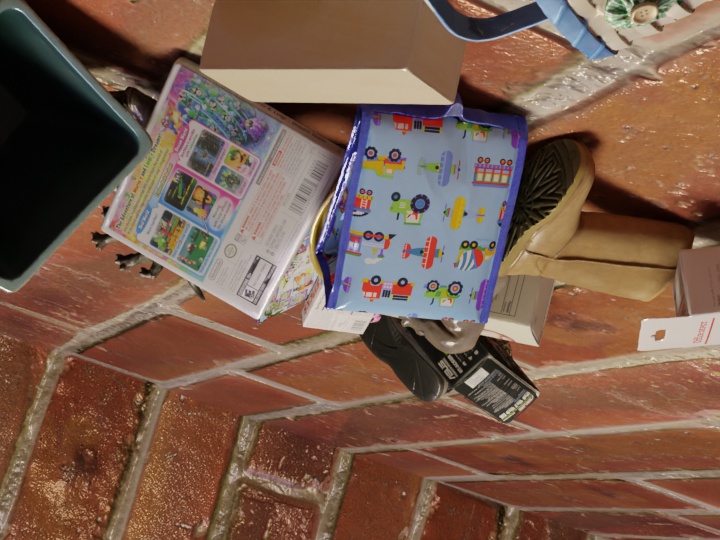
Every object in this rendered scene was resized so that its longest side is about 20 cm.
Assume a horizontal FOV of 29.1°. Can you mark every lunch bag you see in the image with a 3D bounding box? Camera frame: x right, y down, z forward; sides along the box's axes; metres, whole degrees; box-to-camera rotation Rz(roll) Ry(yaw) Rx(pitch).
[{"bbox_3d":[0.056,-0.063,1.210,0.150,0.094,0.200,5,124,-14],"label":"lunch bag"}]

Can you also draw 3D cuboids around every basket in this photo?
[{"bbox_3d":[0.099,-0.196,0.748,0.200,0.139,0.176,-7,155,34],"label":"basket"}]

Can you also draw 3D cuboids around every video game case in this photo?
[{"bbox_3d":[-0.132,-0.075,1.320,0.182,0.200,0.024,30,-152,0],"label":"video game case"}]

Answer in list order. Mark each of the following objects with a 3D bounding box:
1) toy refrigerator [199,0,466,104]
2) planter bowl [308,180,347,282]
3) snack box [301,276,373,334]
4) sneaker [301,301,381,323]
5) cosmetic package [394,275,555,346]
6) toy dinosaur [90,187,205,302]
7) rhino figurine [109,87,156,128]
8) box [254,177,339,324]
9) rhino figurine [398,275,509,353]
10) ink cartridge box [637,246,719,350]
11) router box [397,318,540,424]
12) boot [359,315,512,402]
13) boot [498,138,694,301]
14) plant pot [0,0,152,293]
[{"bbox_3d":[-0.022,-0.176,1.088,0.200,0.070,0.076,6,169,35],"label":"toy refrigerator"},{"bbox_3d":[0.043,-0.062,1.321,0.200,0.084,0.201,-8,136,-8],"label":"planter bowl"},{"bbox_3d":[0.000,0.000,1.466,0.072,0.024,0.200,9,141,-17],"label":"snack box"},{"bbox_3d":[-0.031,0.040,1.720,0.079,0.095,0.200,58,178,13],"label":"sneaker"},{"bbox_3d":[0.111,0.010,1.548,0.200,0.104,0.087,13,165,19],"label":"cosmetic package"},{"bbox_3d":[-0.214,-0.041,1.462,0.102,0.077,0.200,-26,107,24],"label":"toy dinosaur"},{"bbox_3d":[-0.165,-0.133,1.371,0.200,0.060,0.087,21,161,-12],"label":"rhino figurine"},{"bbox_3d":[-0.056,-0.030,1.455,0.137,0.039,0.200,-25,156,-18],"label":"box"},{"bbox_3d":[0.109,0.002,1.441,0.087,0.200,0.060,31,-150,14],"label":"rhino figurine"},{"bbox_3d":[0.356,0.022,1.292,0.199,0.068,0.116,-6,161,7],"label":"ink cartridge box"},{"bbox_3d":[0.112,0.079,1.667,0.150,0.062,0.200,36,-166,-52],"label":"router box"},{"bbox_3d":[0.092,0.079,1.835,0.153,0.074,0.204,-13,-129,-38],"label":"boot"},{"bbox_3d":[0.230,-0.045,1.296,0.200,0.066,0.175,8,143,-27],"label":"boot"},{"bbox_3d":[-0.355,-0.131,1.299,0.196,0.196,0.200,48,168,-31],"label":"plant pot"}]
